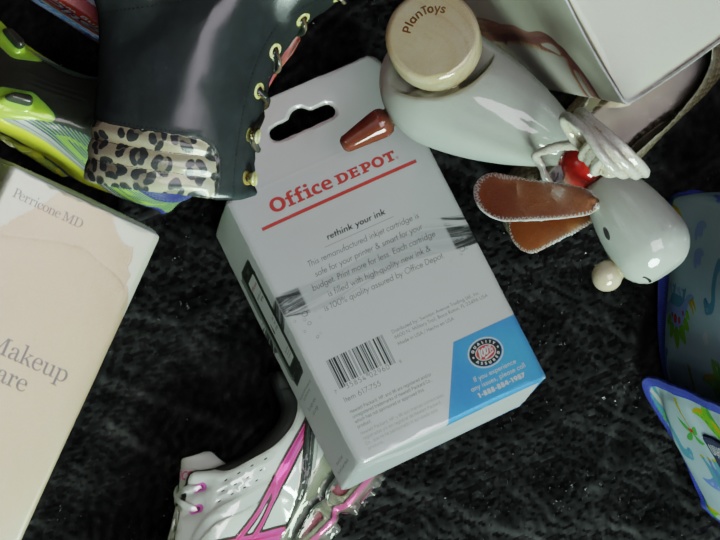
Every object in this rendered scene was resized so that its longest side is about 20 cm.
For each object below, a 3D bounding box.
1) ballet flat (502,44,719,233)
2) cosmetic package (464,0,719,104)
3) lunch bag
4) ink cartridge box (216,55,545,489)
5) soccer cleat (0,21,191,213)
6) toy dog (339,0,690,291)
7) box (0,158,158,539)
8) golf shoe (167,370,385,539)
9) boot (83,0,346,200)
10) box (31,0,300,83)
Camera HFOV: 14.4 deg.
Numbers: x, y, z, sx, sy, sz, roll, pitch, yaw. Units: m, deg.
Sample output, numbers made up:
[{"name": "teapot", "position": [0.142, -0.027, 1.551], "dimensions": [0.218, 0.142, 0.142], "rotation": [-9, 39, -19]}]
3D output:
[{"name": "ballet flat", "position": [0.150, -0.095, 1.595], "dimensions": [0.067, 0.046, 0.200], "rotation": [42, 91, -11]}, {"name": "cosmetic package", "position": [0.117, -0.155, 1.506], "dimensions": [0.103, 0.200, 0.088], "rotation": [-34, 107, -11]}, {"name": "lunch bag", "position": [0.241, 0.062, 1.593], "dimensions": [0.127, 0.170, 0.201], "rotation": [-2, 100, -18]}, {"name": "ink cartridge box", "position": [0.000, 0.000, 1.537], "dimensions": [0.116, 0.068, 0.201], "rotation": [-24, 79, -15]}, {"name": "soccer cleat", "position": [-0.175, -0.082, 1.491], "dimensions": [0.199, 0.084, 0.065], "rotation": [22, 54, -5]}, {"name": "toy dog", "position": [0.068, -0.056, 1.476], "dimensions": [0.096, 0.200, 0.132], "rotation": [-46, 148, 1]}, {"name": "box", "position": [-0.192, 0.049, 1.494], "dimensions": [0.095, 0.078, 0.201], "rotation": [24, 89, -19]}, {"name": "golf shoe", "position": [-0.078, 0.146, 1.554], "dimensions": [0.092, 0.073, 0.200], "rotation": [44, 73, -10]}, {"name": "boot", "position": [-0.042, -0.114, 1.423], "dimensions": [0.202, 0.073, 0.155], "rotation": [3, 99, -15]}, {"name": "box", "position": [-0.126, -0.170, 1.476], "dimensions": [0.199, 0.100, 0.096], "rotation": [32, 86, -20]}]
